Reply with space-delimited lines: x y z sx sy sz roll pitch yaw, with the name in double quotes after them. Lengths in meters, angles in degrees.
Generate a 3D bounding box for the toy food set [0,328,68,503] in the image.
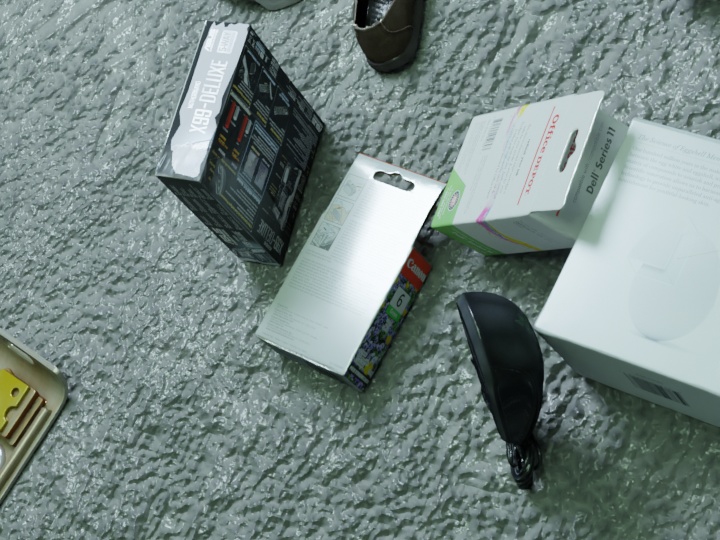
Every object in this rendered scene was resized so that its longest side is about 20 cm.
-0.394 0.153 1.640 0.143 0.060 0.200 28 82 34 "toy food set"

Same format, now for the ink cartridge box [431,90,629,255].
0.155 -0.080 1.413 0.200 0.067 0.117 -4 61 62 "ink cartridge box"

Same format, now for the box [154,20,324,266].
-0.107 -0.114 1.537 0.050 0.200 0.158 9 72 23 "box"

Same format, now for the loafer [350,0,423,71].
0.029 -0.298 1.631 0.073 0.071 0.200 -9 63 23 "loafer"

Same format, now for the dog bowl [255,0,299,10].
-0.097 -0.372 1.738 0.200 0.059 0.200 -11 64 22 "dog bowl"

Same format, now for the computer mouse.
0.121 0.079 1.341 0.053 0.200 0.139 -18 57 1 "computer mouse"

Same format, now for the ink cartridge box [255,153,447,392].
0.000 0.000 1.521 0.109 0.050 0.200 22 77 33 "ink cartridge box"

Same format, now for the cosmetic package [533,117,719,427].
0.282 0.009 1.330 0.199 0.123 0.200 21 79 32 "cosmetic package"
